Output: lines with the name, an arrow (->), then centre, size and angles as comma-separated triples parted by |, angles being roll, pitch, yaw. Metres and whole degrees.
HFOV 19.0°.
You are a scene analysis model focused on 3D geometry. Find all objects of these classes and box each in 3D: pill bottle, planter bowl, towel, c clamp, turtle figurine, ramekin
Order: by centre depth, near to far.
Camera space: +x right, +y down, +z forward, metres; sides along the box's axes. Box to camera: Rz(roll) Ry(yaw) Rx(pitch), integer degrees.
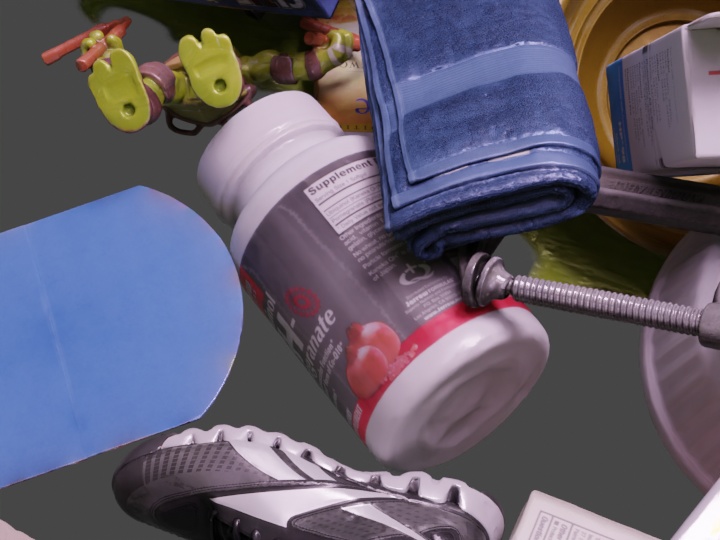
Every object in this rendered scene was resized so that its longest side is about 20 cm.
c clamp -> 0.128, 0.001, 1.044 | 0.199, 0.027, 0.171 | 15, 45, 31
towel -> 0.059, -0.093, 1.113 | 0.111, 0.049, 0.201 | -15, 39, 7
ramekin -> 0.250, 0.037, 1.114 | 0.201, 0.094, 0.204 | 1, 73, -3
pill bottle -> 0.000, 0.000, 1.139 | 0.110, 0.111, 0.200 | -27, 61, -22
turtle figurine -> -0.099, -0.107, 1.204 | 0.199, 0.065, 0.161 | 1, 9, 9
planter bowl -> 0.192, -0.102, 1.225 | 0.199, 0.083, 0.202 | 0, 88, -6

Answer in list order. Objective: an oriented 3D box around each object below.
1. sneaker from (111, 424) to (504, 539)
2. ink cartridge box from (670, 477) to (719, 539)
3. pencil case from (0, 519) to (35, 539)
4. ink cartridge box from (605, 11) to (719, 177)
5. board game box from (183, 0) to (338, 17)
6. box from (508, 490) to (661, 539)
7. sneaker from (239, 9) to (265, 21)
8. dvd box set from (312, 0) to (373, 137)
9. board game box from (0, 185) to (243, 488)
sneaker -> -0.029, 0.133, 1.061 | 0.199, 0.067, 0.091 | 12, 40, 1
ink cartridge box -> 0.169, 0.186, 0.905 | 0.145, 0.088, 0.200 | 36, 62, 18
pencil case -> -0.247, 0.143, 1.033 | 0.199, 0.078, 0.090 | 16, 34, 6
ink cartridge box -> 0.203, -0.087, 1.083 | 0.115, 0.200, 0.067 | -4, 89, -6
board game box -> -0.077, -0.218, 1.234 | 0.199, 0.035, 0.136 | 12, 69, 35
box -> 0.143, 0.211, 1.004 | 0.199, 0.109, 0.128 | 22, 56, 9
sneaker -> -0.081, -0.240, 1.325 | 0.106, 0.075, 0.200 | -44, 45, 3
dvd box set -> 0.043, -0.142, 1.292 | 0.145, 0.029, 0.201 | 2, 54, -4
board game box -> -0.155, 0.045, 1.134 | 0.199, 0.039, 0.159 | -20, 54, -3
